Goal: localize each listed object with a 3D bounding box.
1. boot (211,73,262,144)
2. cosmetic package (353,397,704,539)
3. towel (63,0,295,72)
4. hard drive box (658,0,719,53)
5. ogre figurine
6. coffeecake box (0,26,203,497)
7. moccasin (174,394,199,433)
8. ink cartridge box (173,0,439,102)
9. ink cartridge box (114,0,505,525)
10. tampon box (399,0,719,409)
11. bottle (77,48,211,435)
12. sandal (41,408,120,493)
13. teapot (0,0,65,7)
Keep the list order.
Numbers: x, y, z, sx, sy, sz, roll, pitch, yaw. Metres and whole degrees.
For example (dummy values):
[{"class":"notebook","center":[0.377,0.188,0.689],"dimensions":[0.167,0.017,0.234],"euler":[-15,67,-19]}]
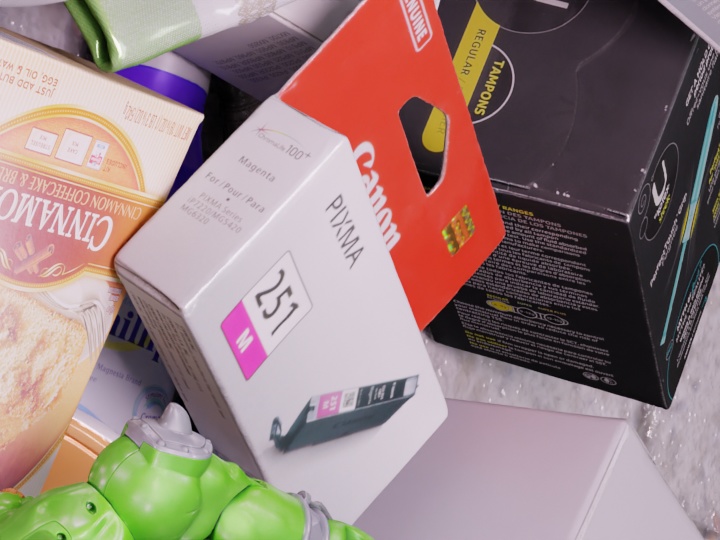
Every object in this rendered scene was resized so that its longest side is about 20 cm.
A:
[{"class":"boot","center":[-0.013,-0.077,1.268],"dimensions":[0.200,0.069,0.175],"euler":[-32,124,-42]},{"class":"cosmetic package","center":[0.052,0.158,1.258],"dimensions":[0.200,0.199,0.123],"euler":[55,52,-41]},{"class":"towel","center":[-0.048,-0.168,1.025],"dimensions":[0.200,0.031,0.149],"euler":[-29,83,-35]},{"class":"hard drive box","center":[0.120,-0.211,1.168],"dimensions":[0.200,0.077,0.156],"euler":[38,41,-21]},{"class":"ogre figurine","center":[-0.090,0.128,0.973],"dimensions":[0.199,0.098,0.120],"euler":[-28,120,1]},{"class":"coffeecake box","center":[-0.155,0.012,0.978],"dimensions":[0.153,0.073,0.201],"euler":[16,98,-65]},{"class":"moccasin","center":[-0.030,0.056,1.205],"dimensions":[0.080,0.068,0.201],"euler":[28,88,-44]},{"class":"ink cartridge box","center":[-0.060,-0.169,1.110],"dimensions":[0.200,0.083,0.147],"euler":[30,66,-30]},{"class":"ink cartridge box","center":[0.000,0.000,1.101],"dimensions":[0.174,0.043,0.200],"euler":[-47,148,-17]},{"class":"tampon box","center":[0.099,-0.055,1.305],"dimensions":[0.200,0.126,0.150],"euler":[69,39,-61]},{"class":"bottle","center":[-0.105,0.004,1.141],"dimensions":[0.083,0.065,0.201],"euler":[26,73,-46]},{"class":"sandal","center":[-0.073,0.122,1.078],"dimensions":[0.206,0.059,0.079],"euler":[33,101,-20]},{"class":"teapot","center":[-0.107,-0.188,0.905],"dimensions":[0.199,0.146,0.198],"euler":[5,68,-23]}]
